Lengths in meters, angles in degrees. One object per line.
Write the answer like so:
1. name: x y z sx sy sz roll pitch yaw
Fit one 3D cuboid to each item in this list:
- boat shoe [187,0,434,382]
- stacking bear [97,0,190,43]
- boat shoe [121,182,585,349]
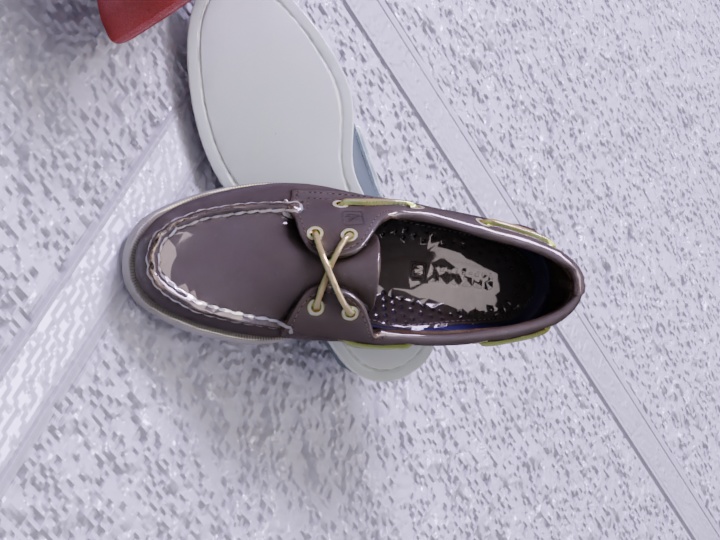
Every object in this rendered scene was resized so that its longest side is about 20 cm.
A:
1. boat shoe: -0.027 -0.042 0.719 0.201 0.073 0.062 64 -5 -8
2. stacking bear: -0.110 -0.203 0.602 0.114 0.121 0.201 -45 108 -37
3. boat shoe: 0.000 0.000 0.657 0.199 0.059 0.072 6 88 -21
